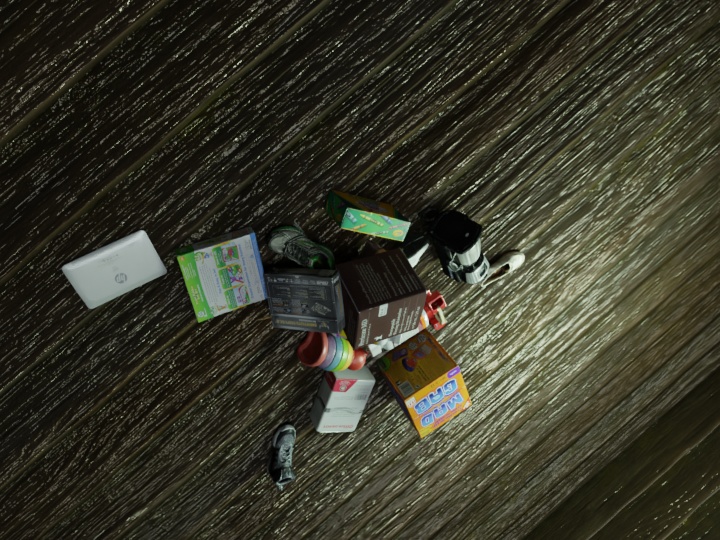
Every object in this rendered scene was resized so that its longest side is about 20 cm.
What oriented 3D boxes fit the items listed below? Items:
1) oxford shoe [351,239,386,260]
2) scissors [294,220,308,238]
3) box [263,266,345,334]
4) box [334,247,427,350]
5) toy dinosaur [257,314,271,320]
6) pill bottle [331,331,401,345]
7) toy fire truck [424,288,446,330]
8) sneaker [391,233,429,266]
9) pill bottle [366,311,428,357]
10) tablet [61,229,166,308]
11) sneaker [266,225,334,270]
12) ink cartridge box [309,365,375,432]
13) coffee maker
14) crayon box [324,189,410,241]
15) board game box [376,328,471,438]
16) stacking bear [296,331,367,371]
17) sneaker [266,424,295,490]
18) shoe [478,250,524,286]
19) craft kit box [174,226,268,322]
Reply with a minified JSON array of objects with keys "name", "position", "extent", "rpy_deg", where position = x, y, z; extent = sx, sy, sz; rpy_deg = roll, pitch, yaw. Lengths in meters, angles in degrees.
[{"name":"oxford shoe","position":[0.000,0.000,1.616],"extent":[0.071,0.073,0.201],"rpy_deg":[-20,150,-57]},{"name":"scissors","position":[-0.123,-0.057,1.542],"extent":[0.072,0.014,0.203],"rpy_deg":[-18,123,-8]},{"name":"box","position":[-0.143,0.075,1.479],"extent":[0.196,0.048,0.161],"rpy_deg":[3,116,21]},{"name":"box","position":[0.044,0.073,1.515],"extent":[0.197,0.165,0.167],"rpy_deg":[-16,143,-19]},{"name":"toy dinosaur","position":[-0.173,0.109,1.584],"extent":[0.197,0.061,0.108],"rpy_deg":[5,117,-30]},{"name":"pill bottle","position":[0.022,0.152,1.625],"extent":[0.196,0.105,0.106],"rpy_deg":[11,118,5]},{"name":"toy fire truck","position":[0.225,0.120,1.748],"extent":[0.048,0.141,0.201],"rpy_deg":[-33,128,-5]},{"name":"sneaker","position":[0.131,-0.017,1.674],"extent":[0.200,0.076,0.115],"rpy_deg":[-39,137,8]},{"name":"pill bottle","position":[0.098,0.169,1.730],"extent":[0.198,0.110,0.111],"rpy_deg":[-31,128,-8]},{"name":"tablet","position":[-0.568,-0.001,1.339],"extent":[0.198,0.014,0.132],"rpy_deg":[-26,127,-11]},{"name":"sneaker","position":[-0.148,-0.051,1.477],"extent":[0.197,0.086,0.079],"rpy_deg":[19,113,-26]},{"name":"ink cartridge box","position":[-0.059,0.399,1.800],"extent":[0.143,0.083,0.203],"rpy_deg":[9,114,-32]},{"name":"coffee maker","position":[0.278,-0.076,1.662],"extent":[0.133,0.193,0.201],"rpy_deg":[-30,145,0]},{"name":"crayon box","position":[0.018,-0.142,1.498],"extent":[0.197,0.119,0.059],"rpy_deg":[10,114,-32]},{"name":"board game box","position":[0.203,0.358,1.840],"extent":[0.198,0.200,0.202],"rpy_deg":[-31,128,-7]},{"name":"stacking bear","position":[-0.067,0.244,1.694],"extent":[0.198,0.114,0.123],"rpy_deg":[20,108,-40]},{"name":"sneaker","position":[-0.234,0.589,1.800],"extent":[0.074,0.114,0.203],"rpy_deg":[5,115,-30]},{"name":"shoe","position":[0.451,-0.002,1.851],"extent":[0.197,0.053,0.071],"rpy_deg":[-24,127,-14]},{"name":"craft kit box","position":[-0.343,0.011,1.448],"extent":[0.195,0.049,0.203],"rpy_deg":[-20,125,-19]}]
